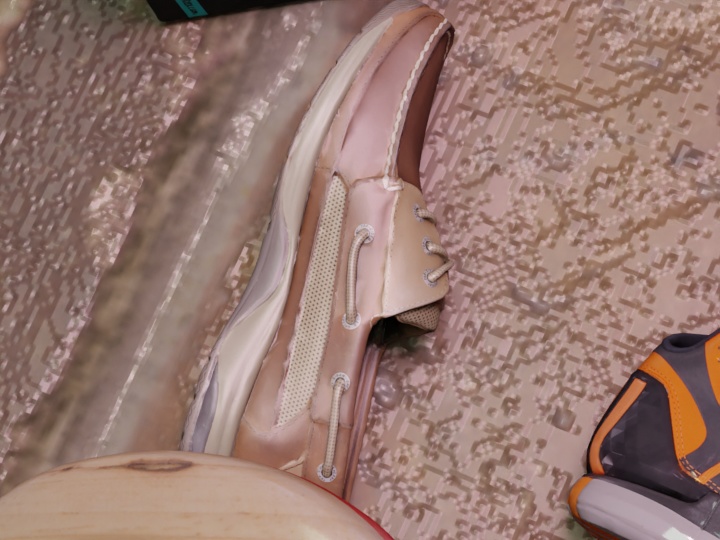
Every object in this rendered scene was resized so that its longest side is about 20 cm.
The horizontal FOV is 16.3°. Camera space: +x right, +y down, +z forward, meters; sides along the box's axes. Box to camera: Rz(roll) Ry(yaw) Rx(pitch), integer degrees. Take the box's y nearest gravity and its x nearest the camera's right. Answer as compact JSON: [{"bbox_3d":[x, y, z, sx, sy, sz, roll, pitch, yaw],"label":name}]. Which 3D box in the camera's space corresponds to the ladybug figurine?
[{"bbox_3d":[-0.053,0.126,0.868,0.200,0.072,0.136,1,99,27],"label":"ladybug figurine"}]

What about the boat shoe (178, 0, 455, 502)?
[{"bbox_3d":[0.000,0.000,0.920,0.072,0.076,0.200,20,87,10],"label":"boat shoe"}]

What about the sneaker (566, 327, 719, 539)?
[{"bbox_3d":[0.179,0.077,0.861,0.200,0.078,0.112,26,80,15],"label":"sneaker"}]

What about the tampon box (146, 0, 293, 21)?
[{"bbox_3d":[0.000,-0.189,0.931,0.200,0.150,0.126,-8,73,6],"label":"tampon box"}]
